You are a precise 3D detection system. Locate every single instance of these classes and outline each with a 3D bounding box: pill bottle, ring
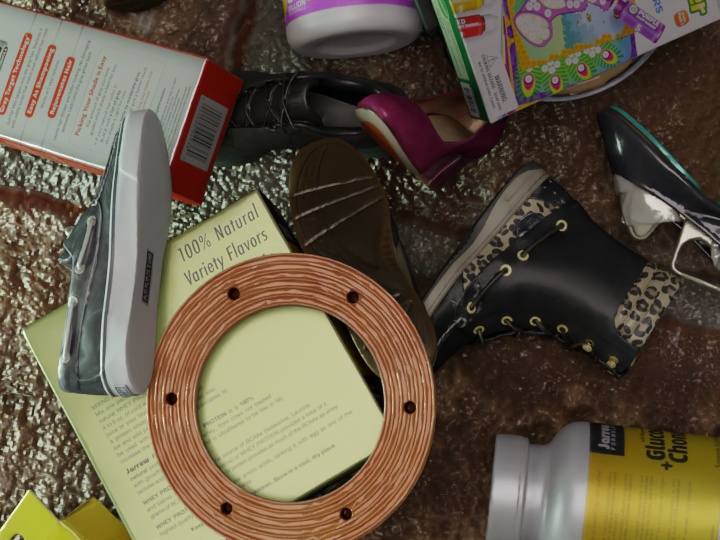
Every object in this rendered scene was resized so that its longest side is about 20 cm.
[{"bbox_3d":[0.191,0.168,1.245,0.197,0.112,0.114,6,85,4],"label":"pill bottle"},{"bbox_3d":[-0.046,0.090,1.177,0.198,0.019,0.203,-1,86,8],"label":"ring"},{"bbox_3d":[-0.013,-0.267,1.306,0.103,0.104,0.203,-6,84,4],"label":"pill bottle"}]

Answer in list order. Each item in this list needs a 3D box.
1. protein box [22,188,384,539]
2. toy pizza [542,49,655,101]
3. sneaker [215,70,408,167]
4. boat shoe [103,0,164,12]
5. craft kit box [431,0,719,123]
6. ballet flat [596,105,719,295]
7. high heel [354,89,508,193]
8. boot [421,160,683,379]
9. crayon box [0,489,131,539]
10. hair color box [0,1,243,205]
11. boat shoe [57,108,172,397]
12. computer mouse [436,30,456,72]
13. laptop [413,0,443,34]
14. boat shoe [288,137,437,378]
[{"bbox_3d":[-0.100,0.084,1.264,0.197,0.135,0.201,-30,83,1],"label":"protein box"},{"bbox_3d":[0.145,-0.230,1.326,0.197,0.032,0.203,0,85,4],"label":"toy pizza"},{"bbox_3d":[-0.061,-0.122,1.304,0.197,0.091,0.077,-4,85,5],"label":"sneaker"},{"bbox_3d":[-0.131,-0.267,1.299,0.200,0.071,0.067,-33,71,38],"label":"boat shoe"},{"bbox_3d":[0.137,-0.233,1.209,0.196,0.048,0.202,-26,108,-13],"label":"craft kit box"},{"bbox_3d":[0.238,-0.036,1.284,0.200,0.073,0.073,40,89,5],"label":"ballet flat"},{"bbox_3d":[0.056,-0.116,1.240,0.067,0.200,0.096,43,94,12],"label":"high heel"},{"bbox_3d":[0.126,0.041,1.279,0.153,0.074,0.204,35,85,8],"label":"boot"},{"bbox_3d":[-0.189,0.259,1.274,0.200,0.051,0.127,43,115,6],"label":"crayon box"},{"bbox_3d":[-0.195,-0.125,1.297,0.198,0.061,0.103,18,87,26],"label":"hair color box"},{"bbox_3d":[-0.171,-0.013,1.182,0.067,0.072,0.203,-1,75,14],"label":"boat shoe"},{"bbox_3d":[0.147,-0.227,1.279,0.198,0.053,0.140,-13,86,-3],"label":"computer mouse"},{"bbox_3d":[0.076,-0.306,1.258,0.186,0.116,0.202,-27,108,-9],"label":"laptop"},{"bbox_3d":[0.000,0.000,1.244,0.072,0.065,0.202,-18,64,-3],"label":"boat shoe"}]
